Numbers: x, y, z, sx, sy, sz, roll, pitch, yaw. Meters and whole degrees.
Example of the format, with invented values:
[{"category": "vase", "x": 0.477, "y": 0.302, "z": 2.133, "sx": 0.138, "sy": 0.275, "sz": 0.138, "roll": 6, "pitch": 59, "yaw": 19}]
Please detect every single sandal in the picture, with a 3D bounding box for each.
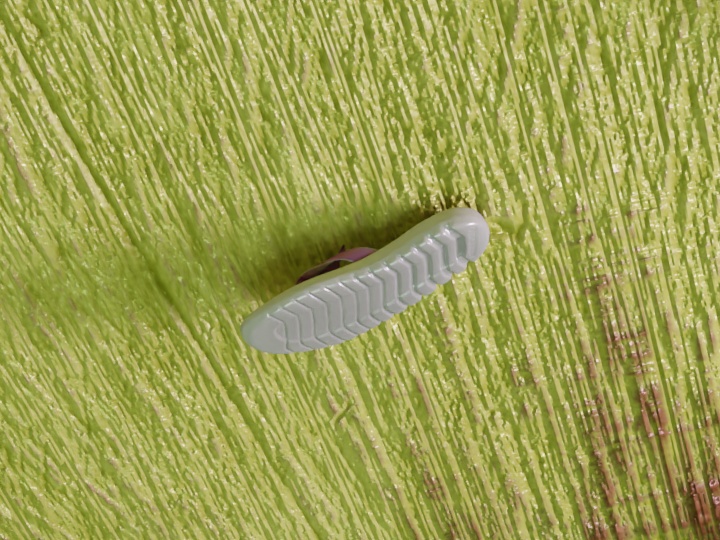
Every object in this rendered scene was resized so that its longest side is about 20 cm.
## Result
[{"category": "sandal", "x": 0.002, "y": 0.004, "z": 1.381, "sx": 0.202, "sy": 0.050, "sz": 0.083, "roll": -25, "pitch": 143, "yaw": 3}]
